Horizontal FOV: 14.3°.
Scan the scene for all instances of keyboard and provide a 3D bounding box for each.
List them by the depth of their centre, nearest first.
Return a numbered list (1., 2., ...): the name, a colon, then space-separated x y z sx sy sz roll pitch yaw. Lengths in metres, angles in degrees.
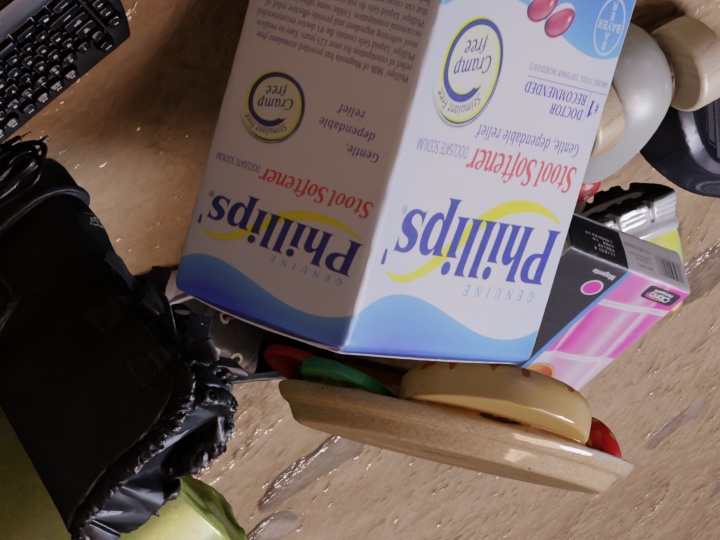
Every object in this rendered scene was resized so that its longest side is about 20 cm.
1. keyboard: -0.178 -0.050 1.274 0.200 0.040 0.104 -39 156 3

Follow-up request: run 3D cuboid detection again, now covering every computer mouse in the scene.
1. computer mouse: 0.197 -0.082 1.687 0.053 0.139 0.200 -5 163 23

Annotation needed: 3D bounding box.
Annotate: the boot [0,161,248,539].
1. boot: -0.158 0.063 1.349 0.198 0.163 0.073 -45 154 13

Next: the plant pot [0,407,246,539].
1. plant pot: -0.165 0.148 1.446 0.184 0.200 0.200 -39 156 1

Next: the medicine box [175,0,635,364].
1. medicine box: 0.025 -0.066 1.359 0.182 0.103 0.200 6 101 -58

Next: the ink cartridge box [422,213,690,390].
1. ink cartridge box: 0.088 0.045 1.643 0.095 0.037 0.200 19 134 -35

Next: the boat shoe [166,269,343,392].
1. boat shoe: -0.075 0.037 1.551 0.200 0.057 0.069 -12 145 -46

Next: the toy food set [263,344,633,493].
1. toy food set: 0.048 0.075 1.516 0.200 0.198 0.049 22 79 -59

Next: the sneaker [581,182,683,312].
1. sneaker: 0.107 0.023 1.695 0.200 0.090 0.078 -22 -163 -7

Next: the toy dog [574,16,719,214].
1. toy dog: 0.113 -0.092 1.582 0.132 0.096 0.200 -17 164 -45
